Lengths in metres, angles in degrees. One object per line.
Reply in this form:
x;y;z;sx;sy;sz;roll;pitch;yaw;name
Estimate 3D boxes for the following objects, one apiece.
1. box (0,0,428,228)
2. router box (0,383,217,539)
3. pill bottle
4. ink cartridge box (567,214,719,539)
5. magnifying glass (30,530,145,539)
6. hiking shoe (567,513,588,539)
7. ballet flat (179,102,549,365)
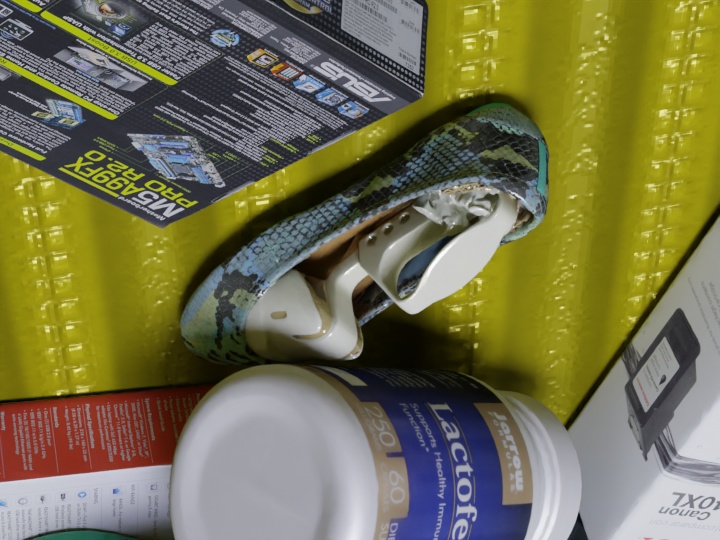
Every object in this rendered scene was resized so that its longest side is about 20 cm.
-0.098;-0.094;0.708;0.199;0.045;0.160;26;146;-36;box
-0.147;0.147;0.988;0.178;0.049;0.201;-4;137;-13;router box
0.014;0.103;0.909;0.116;0.116;0.199;-43;153;27;pill bottle
0.212;0.066;0.986;0.144;0.084;0.201;8;133;-24;ink cartridge box
-0.090;0.154;0.962;0.198;0.023;0.080;-3;137;-12;magnifying glass
0.046;0.162;1.046;0.198;0.075;0.087;6;154;-9;hiking shoe
0.000;0.000;0.861;0.199;0.075;0.074;-36;135;21;ballet flat
